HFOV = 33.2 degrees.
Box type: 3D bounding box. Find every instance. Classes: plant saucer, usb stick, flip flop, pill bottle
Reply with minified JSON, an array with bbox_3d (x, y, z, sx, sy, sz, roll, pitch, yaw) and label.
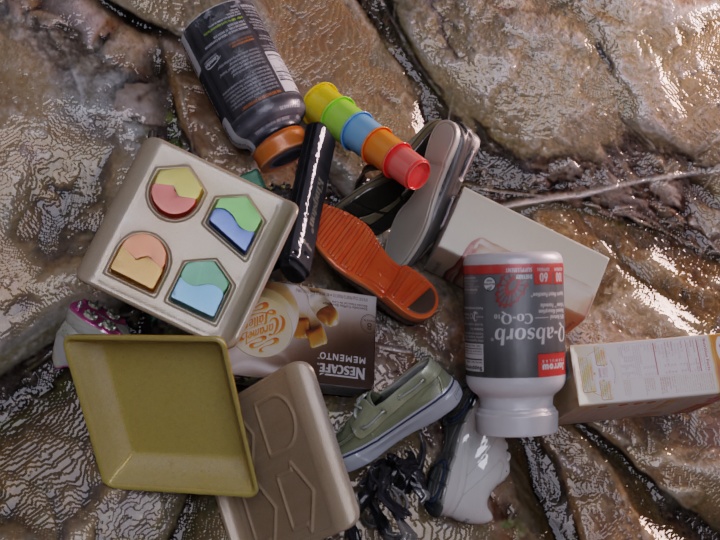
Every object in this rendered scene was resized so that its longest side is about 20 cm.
[{"bbox_3d":[-0.211,0.149,1.331,0.197,0.202,0.049,0,27,20],"label":"plant saucer"},{"bbox_3d":[-0.062,-0.083,1.416,0.032,0.056,0.202,0,60,19],"label":"usb stick"},{"bbox_3d":[0.035,-0.117,1.511,0.200,0.081,0.057,-46,48,-9],"label":"flip flop"},{"bbox_3d":[0.175,0.081,1.367,0.114,0.116,0.203,-2,90,-9],"label":"pill bottle"},{"bbox_3d":[-0.135,-0.223,1.494,0.105,0.106,0.202,-25,79,-14],"label":"pill bottle"}]

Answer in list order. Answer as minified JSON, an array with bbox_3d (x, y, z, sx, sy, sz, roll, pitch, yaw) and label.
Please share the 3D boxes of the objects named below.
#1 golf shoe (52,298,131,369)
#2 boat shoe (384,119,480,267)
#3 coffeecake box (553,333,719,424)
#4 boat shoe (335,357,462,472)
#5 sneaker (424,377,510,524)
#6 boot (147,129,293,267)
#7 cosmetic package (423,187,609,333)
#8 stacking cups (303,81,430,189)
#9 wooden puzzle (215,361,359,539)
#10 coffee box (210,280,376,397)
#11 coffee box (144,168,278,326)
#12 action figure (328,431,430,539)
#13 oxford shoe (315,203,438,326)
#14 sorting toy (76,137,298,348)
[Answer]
[{"bbox_3d":[-0.267,0.119,1.403,0.199,0.075,0.092,35,101,-3],"label":"golf shoe"},{"bbox_3d":[0.093,-0.085,1.490,0.057,0.067,0.202,15,102,-38],"label":"boat shoe"},{"bbox_3d":[0.324,0.131,1.434,0.197,0.154,0.074,-4,74,-10],"label":"coffeecake box"},{"bbox_3d":[0.024,0.165,1.385,0.199,0.072,0.062,-34,101,18],"label":"boat shoe"},{"bbox_3d":[0.140,0.206,1.439,0.086,0.074,0.202,24,75,-17],"label":"sneaker"},{"bbox_3d":[-0.162,-0.080,1.430,0.172,0.069,0.203,-12,80,-17],"label":"boot"},{"bbox_3d":[0.189,-0.008,1.482,0.198,0.103,0.088,26,73,1],"label":"cosmetic package"},{"bbox_3d":[0.005,-0.157,1.474,0.060,0.061,0.200,-35,52,-16],"label":"stacking cups"},{"bbox_3d":[-0.090,0.218,1.352,0.046,0.199,0.187,-5,71,-48],"label":"wooden puzzle"},{"bbox_3d":[-0.086,0.079,1.405,0.197,0.080,0.116,9,73,-19],"label":"coffee box"},{"bbox_3d":[-0.187,-0.028,1.462,0.198,0.044,0.124,-26,80,-14],"label":"coffee box"},{"bbox_3d":[0.021,0.281,1.370,0.200,0.119,0.102,-42,74,-8],"label":"action figure"},{"bbox_3d":[0.000,0.000,1.462,0.200,0.073,0.071,42,62,0],"label":"oxford shoe"},{"bbox_3d":[-0.191,-0.035,1.342,0.198,0.037,0.187,24,74,3],"label":"sorting toy"}]
